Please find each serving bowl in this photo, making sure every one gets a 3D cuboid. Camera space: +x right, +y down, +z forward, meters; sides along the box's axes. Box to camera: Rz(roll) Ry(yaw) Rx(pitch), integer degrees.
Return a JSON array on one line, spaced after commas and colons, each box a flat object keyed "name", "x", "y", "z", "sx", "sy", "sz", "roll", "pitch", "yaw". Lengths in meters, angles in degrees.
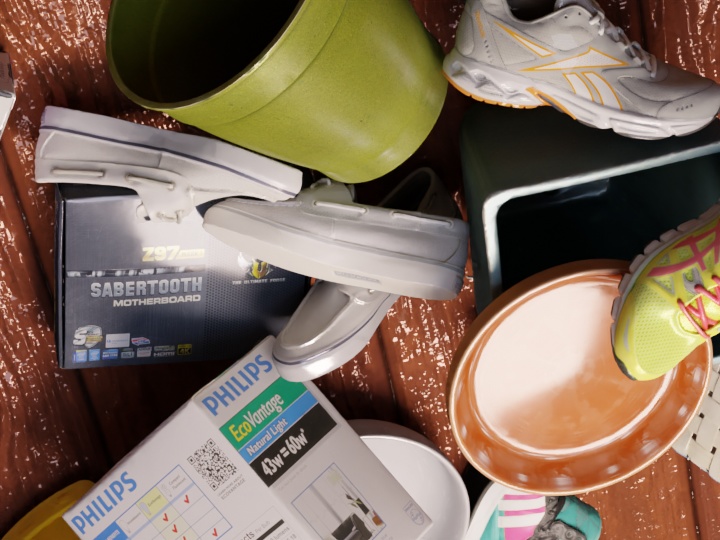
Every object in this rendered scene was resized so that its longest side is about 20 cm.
[{"name": "serving bowl", "x": -0.010, "y": 0.202, "z": 1.778, "sx": 0.199, "sy": 0.066, "sz": 0.201, "roll": -7, "pitch": 124, "yaw": -11}]

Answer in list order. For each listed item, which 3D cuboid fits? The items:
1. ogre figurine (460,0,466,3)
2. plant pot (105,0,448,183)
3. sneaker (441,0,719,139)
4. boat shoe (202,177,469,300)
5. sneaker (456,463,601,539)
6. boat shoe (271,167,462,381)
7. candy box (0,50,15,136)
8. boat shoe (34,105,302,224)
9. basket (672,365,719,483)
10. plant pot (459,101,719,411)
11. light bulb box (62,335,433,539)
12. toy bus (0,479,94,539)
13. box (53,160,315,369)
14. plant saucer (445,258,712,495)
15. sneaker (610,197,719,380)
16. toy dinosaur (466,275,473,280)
[{"name": "ogre figurine", "x": 0.100, "y": -0.263, "z": 1.483, "sx": 0.200, "sy": 0.098, "sz": 0.120, "roll": -42, "pitch": 112, "yaw": 0}, {"name": "plant pot", "x": -0.042, "y": -0.160, "z": 1.470, "sx": 0.200, "sy": 0.201, "sz": 0.193, "roll": -43, "pitch": 135, "yaw": 15}, {"name": "sneaker", "x": 0.161, "y": -0.154, "z": 1.456, "sx": 0.199, "sy": 0.076, "sz": 0.092, "roll": 12, "pitch": 113, "yaw": 0}, {"name": "boat shoe", "x": -0.016, "y": -0.032, "z": 1.548, "sx": 0.199, "sy": 0.069, "sz": 0.072, "roll": 12, "pitch": 166, "yaw": 12}, {"name": "sneaker", "x": 0.161, "y": 0.191, "z": 1.803, "sx": 0.120, "sy": 0.084, "sz": 0.200, "roll": 16, "pitch": 125, "yaw": -18}, {"name": "boat shoe", "x": 0.000, "y": 0.000, "z": 1.609, "sx": 0.200, "sy": 0.072, "sz": 0.066, "roll": -42, "pitch": 130, "yaw": -16}, {"name": "candy box", "x": -0.366, "y": -0.095, "z": 1.485, "sx": 0.199, "sy": 0.072, "sz": 0.168, "roll": 14, "pitch": 118, "yaw": -22}, {"name": "boat shoe", "x": -0.143, "y": -0.067, "z": 1.521, "sx": 0.199, "sy": 0.071, "sz": 0.070, "roll": 13, "pitch": 89, "yaw": 3}, {"name": "basket", "x": 0.368, "y": 0.107, "z": 1.781, "sx": 0.200, "sy": 0.139, "sz": 0.177, "roll": -21, "pitch": 135, "yaw": -47}, {"name": "plant pot", "x": 0.167, "y": -0.047, "z": 1.577, "sx": 0.195, "sy": 0.200, "sz": 0.197, "roll": -13, "pitch": 126, "yaw": -7}, {"name": "light bulb box", "x": -0.090, "y": 0.196, "z": 1.635, "sx": 0.200, "sy": 0.125, "sz": 0.198, "roll": 49, "pitch": 127, "yaw": 1}, {"name": "toy bus", "x": -0.195, "y": 0.302, "z": 1.721, "sx": 0.136, "sy": 0.192, "sz": 0.200, "roll": -40, "pitch": 125, "yaw": 11}, {"name": "box", "x": -0.138, "y": -0.005, "z": 1.617, "sx": 0.199, "sy": 0.051, "sz": 0.158, "roll": -3, "pitch": 123, "yaw": -14}, {"name": "plant saucer", "x": 0.157, "y": 0.076, "z": 1.515, "sx": 0.199, "sy": 0.032, "sz": 0.201, "roll": -7, "pitch": 123, "yaw": -11}, {"name": "sneaker", "x": 0.255, "y": 0.002, "z": 1.433, "sx": 0.200, "sy": 0.090, "sz": 0.078, "roll": -46, "pitch": 121, "yaw": -5}, {"name": "toy dinosaur", "x": 0.194, "y": 0.031, "z": 1.679, "sx": 0.102, "sy": 0.199, "sz": 0.077, "roll": -43, "pitch": 146, "yaw": -31}]
